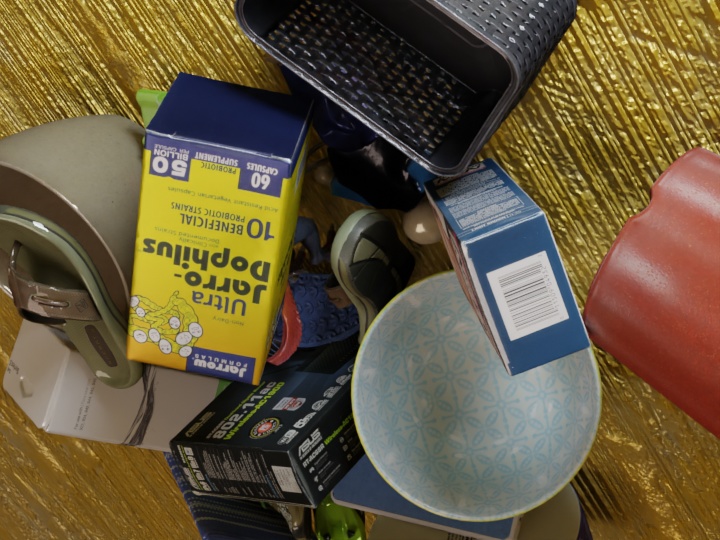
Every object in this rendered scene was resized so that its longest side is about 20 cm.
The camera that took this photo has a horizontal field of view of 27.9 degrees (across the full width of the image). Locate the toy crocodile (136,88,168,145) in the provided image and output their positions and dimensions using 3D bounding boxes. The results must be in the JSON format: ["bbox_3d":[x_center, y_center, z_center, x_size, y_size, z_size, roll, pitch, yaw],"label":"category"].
[{"bbox_3d":[-0.146,-0.070,1.267,0.067,0.062,0.200,19,140,45],"label":"toy crocodile"}]

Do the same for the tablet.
[{"bbox_3d":[0.067,0.164,1.301,0.200,0.130,0.014,7,167,37],"label":"tablet"}]

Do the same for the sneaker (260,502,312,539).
[{"bbox_3d":[-0.106,0.205,1.435,0.200,0.088,0.077,-128,26,-52],"label":"sneaker"}]

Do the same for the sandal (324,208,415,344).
[{"bbox_3d":[0.000,-0.001,1.181,0.057,0.080,0.201,23,160,18],"label":"sandal"}]

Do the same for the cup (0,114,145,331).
[{"bbox_3d":[-0.248,-0.060,1.308,0.200,0.143,0.201,23,140,20],"label":"cup"}]

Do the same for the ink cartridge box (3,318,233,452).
[{"bbox_3d":[-0.223,0.111,1.394,0.200,0.084,0.145,15,-174,-32],"label":"ink cartridge box"}]

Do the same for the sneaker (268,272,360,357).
[{"bbox_3d":[-0.086,0.045,1.312,0.199,0.078,0.070,-9,86,6],"label":"sneaker"}]

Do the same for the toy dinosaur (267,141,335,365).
[{"bbox_3d":[-0.076,-0.049,1.177,0.105,0.200,0.181,-11,155,28],"label":"toy dinosaur"}]

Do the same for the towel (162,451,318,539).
[{"bbox_3d":[-0.126,0.228,1.460,0.145,0.024,0.200,19,-163,-32],"label":"towel"}]

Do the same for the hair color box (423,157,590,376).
[{"bbox_3d":[0.098,-0.008,1.018,0.060,0.200,0.100,-21,105,1],"label":"hair color box"}]

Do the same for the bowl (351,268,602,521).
[{"bbox_3d":[0.097,0.096,1.186,0.200,0.200,0.108,35,-173,5],"label":"bowl"}]

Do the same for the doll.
[{"bbox_3d":[0.010,-0.100,1.122,0.136,0.048,0.200,-13,120,41],"label":"doll"}]

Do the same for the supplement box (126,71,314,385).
[{"bbox_3d":[-0.107,-0.031,1.100,0.109,0.110,0.200,11,122,2],"label":"supplement box"}]

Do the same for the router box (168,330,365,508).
[{"bbox_3d":[-0.049,0.120,1.278,0.150,0.200,0.062,-3,119,42],"label":"router box"}]

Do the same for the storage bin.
[{"bbox_3d":[0.029,-0.178,0.988,0.200,0.094,0.135,36,143,3],"label":"storage bin"}]

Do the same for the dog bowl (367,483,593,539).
[{"bbox_3d":[0.108,0.258,1.286,0.200,0.200,0.079,7,131,36],"label":"dog bowl"}]

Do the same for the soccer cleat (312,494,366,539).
[{"bbox_3d":[-0.025,0.203,1.458,0.067,0.081,0.200,-3,115,-1],"label":"soccer cleat"}]

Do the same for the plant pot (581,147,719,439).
[{"bbox_3d":[0.263,0.031,0.937,0.195,0.201,0.201,33,144,21],"label":"plant pot"}]

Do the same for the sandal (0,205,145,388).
[{"bbox_3d":[-0.254,0.027,1.223,0.080,0.057,0.201,-11,120,46],"label":"sandal"}]
